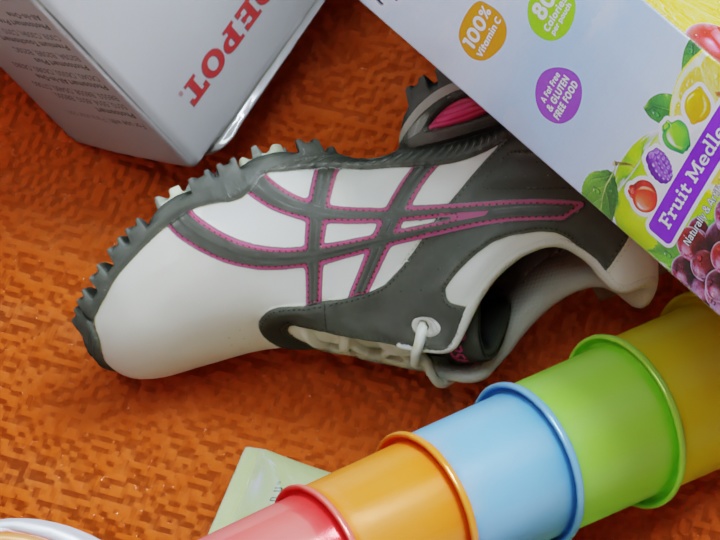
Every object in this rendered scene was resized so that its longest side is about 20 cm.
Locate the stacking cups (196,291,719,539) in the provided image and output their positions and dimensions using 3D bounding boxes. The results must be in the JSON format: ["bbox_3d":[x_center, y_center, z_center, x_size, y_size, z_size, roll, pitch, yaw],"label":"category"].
[{"bbox_3d":[0.033,0.065,0.910,0.199,0.061,0.061,-21,57,-28],"label":"stacking cups"}]

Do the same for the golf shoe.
[{"bbox_3d":[0.000,0.000,0.973,0.199,0.077,0.088,-24,66,14],"label":"golf shoe"}]

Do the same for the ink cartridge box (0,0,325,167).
[{"bbox_3d":[-0.095,-0.154,1.011,0.084,0.200,0.146,12,61,49],"label":"ink cartridge box"}]

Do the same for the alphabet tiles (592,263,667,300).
[{"bbox_3d":[0.137,-0.096,1.024,0.199,0.008,0.168,-24,60,-2],"label":"alphabet tiles"}]

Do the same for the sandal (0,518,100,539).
[{"bbox_3d":[-0.073,0.170,0.852,0.079,0.059,0.208,-18,94,6],"label":"sandal"}]

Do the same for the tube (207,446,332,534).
[{"bbox_3d":[0.039,0.106,0.937,0.199,0.058,0.052,12,105,21],"label":"tube"}]

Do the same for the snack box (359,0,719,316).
[{"bbox_3d":[0.102,-0.077,0.923,0.200,0.168,0.068,44,121,23],"label":"snack box"}]
